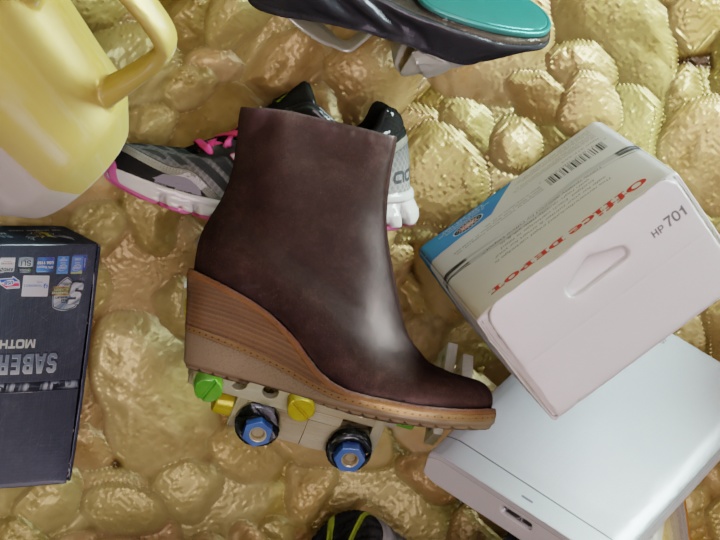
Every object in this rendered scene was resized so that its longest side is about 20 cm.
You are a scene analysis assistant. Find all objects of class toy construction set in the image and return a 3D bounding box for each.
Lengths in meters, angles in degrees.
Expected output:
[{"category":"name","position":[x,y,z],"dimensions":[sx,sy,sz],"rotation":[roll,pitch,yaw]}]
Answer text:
[{"category":"toy construction set","position":[-0.025,0.057,1.673],"dimensions":[0.200,0.092,0.131],"rotation":[23,119,2]}]

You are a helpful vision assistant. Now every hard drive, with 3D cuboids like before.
[{"category":"hard drive","position":[0.148,0.101,1.657],"dimensions":[0.132,0.200,0.027],"rotation":[32,135,19]}]

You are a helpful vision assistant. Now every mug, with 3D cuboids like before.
[{"category":"mug","position":[-0.208,-0.111,1.573],"dimensions":[0.149,0.186,0.153],"rotation":[-50,116,-18]}]

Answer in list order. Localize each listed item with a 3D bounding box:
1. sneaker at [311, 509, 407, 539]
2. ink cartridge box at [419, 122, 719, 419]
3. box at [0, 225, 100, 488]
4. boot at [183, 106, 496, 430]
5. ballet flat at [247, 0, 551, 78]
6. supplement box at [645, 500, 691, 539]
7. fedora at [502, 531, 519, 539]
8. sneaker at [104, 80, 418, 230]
[{"category":"sneaker","position":[-0.032,0.250,1.737],"dimensions":[0.076,0.075,0.200],"rotation":[32,105,-35]},{"category":"ink cartridge box","position":[0.131,-0.005,1.636],"dimensions":[0.146,0.200,0.086],"rotation":[-36,106,0]},{"category":"box","position":[-0.260,0.054,1.620],"dimensions":[0.200,0.051,0.158],"rotation":[0,105,-37]},{"category":"boot","position":[0.000,0.000,1.584],"dimensions":[0.200,0.072,0.167],"rotation":[15,87,6]},{"category":"ballet flat","position":[0.018,-0.160,1.656],"dimensions":[0.200,0.073,0.073],"rotation":[16,100,-19]},{"category":"supplement box","position":[0.160,0.203,1.676],"dimensions":[0.073,0.200,0.126],"rotation":[-3,118,14]},{"category":"fedora","position":[0.079,0.251,1.721],"dimensions":[0.091,0.201,0.201],"rotation":[-1,105,22]},{"category":"sneaker","position":[-0.058,-0.075,1.657],"dimensions":[0.199,0.074,0.088],"rotation":[4,98,-12]}]
